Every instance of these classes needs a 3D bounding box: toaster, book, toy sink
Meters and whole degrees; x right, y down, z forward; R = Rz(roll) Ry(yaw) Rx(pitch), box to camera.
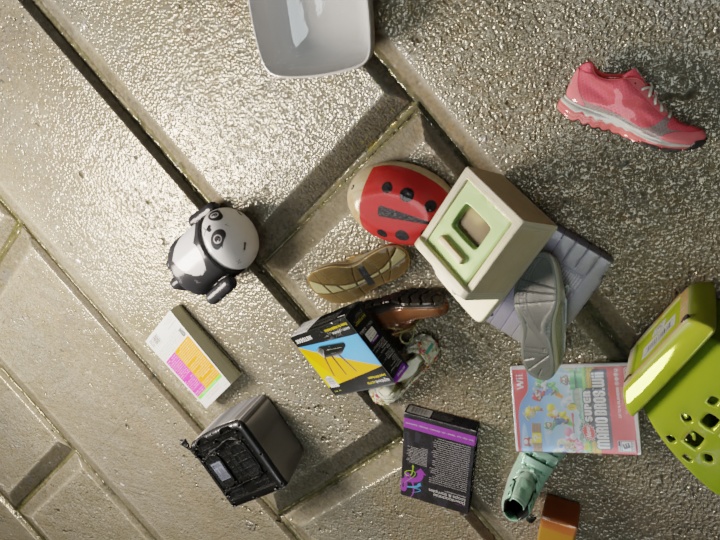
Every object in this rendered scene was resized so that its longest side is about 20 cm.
[{"bbox_3d":[-0.248,0.380,1.366,0.180,0.119,0.201,-31,98,30],"label":"toaster"},{"bbox_3d":[-0.363,0.189,1.378,0.200,0.048,0.133,48,124,0],"label":"book"},{"bbox_3d":[0.171,-0.032,0.967,0.131,0.111,0.201,52,123,32],"label":"toy sink"}]

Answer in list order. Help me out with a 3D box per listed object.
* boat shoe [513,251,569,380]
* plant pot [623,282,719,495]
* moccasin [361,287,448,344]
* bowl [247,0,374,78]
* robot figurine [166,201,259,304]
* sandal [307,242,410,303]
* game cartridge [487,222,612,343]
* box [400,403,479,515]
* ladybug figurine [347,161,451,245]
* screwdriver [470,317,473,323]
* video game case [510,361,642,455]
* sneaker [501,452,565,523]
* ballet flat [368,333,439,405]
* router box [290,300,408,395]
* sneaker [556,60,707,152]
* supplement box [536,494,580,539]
[{"bbox_3d":[0.287,0.066,0.994,0.074,0.064,0.205,5,109,43],"label":"boat shoe"},{"bbox_3d":[0.489,0.145,0.895,0.181,0.199,0.201,37,122,12],"label":"plant pot"},{"bbox_3d":[0.066,0.083,1.122,0.199,0.074,0.079,-17,107,30],"label":"moccasin"},{"bbox_3d":[-0.068,-0.401,0.970,0.197,0.075,0.203,1,112,22],"label":"bowl"},{"bbox_3d":[-0.279,-0.032,1.195,0.199,0.125,0.151,-31,105,32],"label":"robot figurine"},{"bbox_3d":[0.000,0.000,1.130,0.198,0.054,0.081,-23,111,23],"label":"sandal"},{"bbox_3d":[0.294,0.029,1.023,0.128,0.038,0.202,30,121,5],"label":"game cartridge"},{"bbox_3d":[0.150,0.364,1.232,0.141,0.036,0.203,11,115,20],"label":"box"},{"bbox_3d":[0.064,-0.103,1.042,0.197,0.072,0.138,12,116,19],"label":"ladybug figurine"},{"bbox_3d":[0.215,0.004,1.051,0.029,0.028,0.203,4,119,-10],"label":"screwdriver"},{"bbox_3d":[0.351,0.226,1.055,0.197,0.017,0.146,-6,82,26],"label":"video game case"},{"bbox_3d":[0.304,0.346,1.106,0.073,0.118,0.203,23,118,14],"label":"sneaker"},{"bbox_3d":[0.068,0.190,1.175,0.075,0.064,0.201,38,122,3],"label":"ballet flat"},{"bbox_3d":[-0.024,0.146,1.160,0.150,0.051,0.199,52,144,-9],"label":"router box"},{"bbox_3d":[0.369,-0.220,0.855,0.198,0.074,0.088,22,118,14],"label":"sneaker"},{"bbox_3d":[0.358,0.521,1.190,0.066,0.069,0.203,12,115,19],"label":"supplement box"}]
